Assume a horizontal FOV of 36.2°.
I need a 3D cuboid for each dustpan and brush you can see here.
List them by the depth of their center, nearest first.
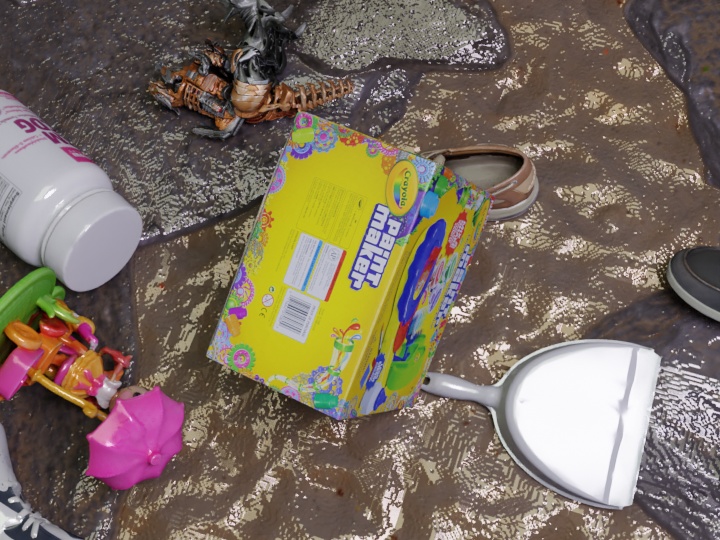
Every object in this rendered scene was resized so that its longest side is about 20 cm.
[{"bbox_3d":[0.142,0.114,0.943,0.199,0.057,0.140,13,81,6],"label":"dustpan and brush"}]

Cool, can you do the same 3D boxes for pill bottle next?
[{"bbox_3d":[-0.308,-0.076,1.044,0.200,0.113,0.113,38,76,19],"label":"pill bottle"}]

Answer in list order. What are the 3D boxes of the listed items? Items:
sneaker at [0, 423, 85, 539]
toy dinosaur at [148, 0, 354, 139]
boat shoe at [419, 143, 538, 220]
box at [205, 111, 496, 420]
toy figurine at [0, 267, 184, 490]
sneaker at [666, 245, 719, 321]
[{"bbox_3d":[-0.276,0.218,0.934,0.129,0.080,0.200,-8,66,2],"label":"sneaker"},{"bbox_3d":[-0.108,-0.193,1.095,0.199,0.102,0.137,11,83,-7],"label":"toy dinosaur"},{"bbox_3d":[0.065,-0.081,1.018,0.199,0.072,0.076,-11,66,3],"label":"boat shoe"},{"bbox_3d":[0.000,0.000,0.893,0.121,0.192,0.201,23,95,19],"label":"box"},{"bbox_3d":[-0.234,0.108,0.951,0.184,0.200,0.150,36,97,-1],"label":"toy figurine"},{"bbox_3d":[0.365,-0.003,0.918,0.199,0.107,0.075,16,48,9],"label":"sneaker"}]
